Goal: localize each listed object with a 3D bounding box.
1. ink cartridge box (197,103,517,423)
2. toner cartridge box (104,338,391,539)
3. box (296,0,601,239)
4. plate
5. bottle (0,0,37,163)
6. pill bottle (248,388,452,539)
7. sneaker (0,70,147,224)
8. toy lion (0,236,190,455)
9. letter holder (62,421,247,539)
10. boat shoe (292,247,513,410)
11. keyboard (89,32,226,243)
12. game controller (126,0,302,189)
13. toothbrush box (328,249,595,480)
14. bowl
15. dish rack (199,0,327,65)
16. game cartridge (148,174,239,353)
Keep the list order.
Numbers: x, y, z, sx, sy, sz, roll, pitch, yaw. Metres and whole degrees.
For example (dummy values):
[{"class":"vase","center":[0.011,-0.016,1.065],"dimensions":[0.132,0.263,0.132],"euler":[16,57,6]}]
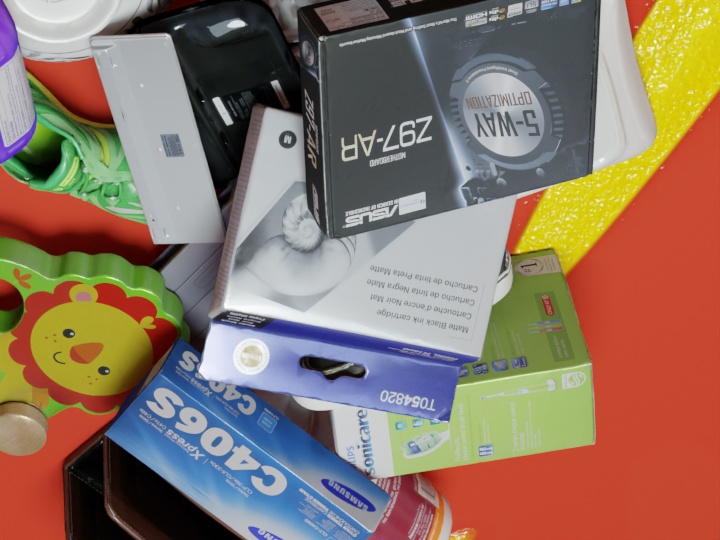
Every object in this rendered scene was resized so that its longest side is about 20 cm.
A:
[{"class":"ink cartridge box","center":[0.000,0.000,1.426],"dimensions":[0.198,0.041,0.201],"euler":[10,97,-16]},{"class":"toner cartridge box","center":[-0.085,0.145,1.514],"dimensions":[0.200,0.043,0.095],"euler":[37,134,-7]},{"class":"box","center":[0.060,-0.117,1.345],"dimensions":[0.199,0.044,0.161],"euler":[-14,129,-16]},{"class":"plate","center":[0.112,-0.110,1.472],"dimensions":[0.198,0.032,0.200],"euler":[-20,144,5]},{"class":"bottle","center":[-0.256,-0.148,1.293],"dimensions":[0.065,0.083,0.200],"euler":[-40,157,-21]},{"class":"pill bottle","center":[-0.028,0.175,1.639],"dimensions":[0.114,0.114,0.200],"euler":[-38,122,18]},{"class":"sneaker","center":[-0.206,-0.076,1.450],"dimensions":[0.199,0.084,0.074],"euler":[27,120,-24]},{"class":"toy lion","center":[-0.236,0.044,1.528],"dimensions":[0.191,0.069,0.200],"euler":[-30,124,24]},{"class":"letter holder","center":[-0.136,0.224,1.641],"dimensions":[0.100,0.143,0.200],"euler":[-39,122,19]},{"class":"boat shoe","center":[0.025,0.025,1.495],"dimensions":[0.200,0.071,0.064],"euler":[-36,139,-18]},{"class":"keyboard","center":[-0.137,-0.087,1.402],"dimensions":[0.056,0.011,0.201],"euler":[-5,138,6]},{"class":"game controller","center":[-0.090,-0.122,1.427],"dimensions":[0.104,0.042,0.200],"euler":[-22,148,3]},{"class":"toothbrush box","center":[0.070,0.072,1.561],"dimensions":[0.199,0.146,0.086],"euler":[-9,127,-3]},{"class":"bowl","center":[-0.202,-0.210,1.349],"dimensions":[0.199,0.094,0.202],"euler":[-4,127,-6]},{"class":"dish rack","center":[-0.035,-0.239,1.384],"dimensions":[0.170,0.044,0.201],"euler":[-11,126,-1]},{"class":"game cartridge","center":[-0.082,0.004,1.527],"dimensions":[0.129,0.039,0.200],"euler":[24,137,-26]}]
